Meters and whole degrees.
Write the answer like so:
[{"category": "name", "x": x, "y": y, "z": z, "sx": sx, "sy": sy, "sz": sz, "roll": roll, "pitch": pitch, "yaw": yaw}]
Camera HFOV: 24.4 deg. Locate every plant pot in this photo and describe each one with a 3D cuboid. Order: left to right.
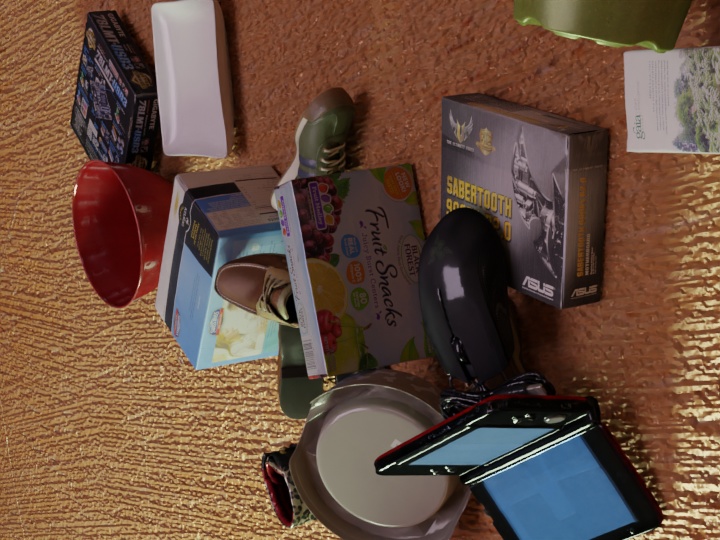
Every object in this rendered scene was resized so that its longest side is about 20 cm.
[{"category": "plant pot", "x": 0.187, "y": -0.263, "z": 1.210, "sx": 0.200, "sy": 0.199, "sz": 0.191, "roll": 29, "pitch": 111, "yaw": 55}]

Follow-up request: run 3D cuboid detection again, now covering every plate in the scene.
[{"category": "plate", "x": -0.209, "y": -0.246, "z": 2.128, "sx": 0.199, "sy": 0.032, "sz": 0.202, "roll": 9, "pitch": 106, "yaw": 61}]

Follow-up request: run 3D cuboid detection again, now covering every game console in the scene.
[{"category": "game console", "x": 0.136, "y": 0.196, "z": 1.486, "sx": 0.200, "sy": 0.171, "sz": 0.120, "roll": -35, "pitch": 58, "yaw": 49}]

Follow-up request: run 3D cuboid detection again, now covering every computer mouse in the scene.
[{"category": "computer mouse", "x": 0.098, "y": 0.043, "z": 1.520, "sx": 0.138, "sy": 0.053, "sz": 0.202, "roll": -14, "pitch": 86, "yaw": 46}]

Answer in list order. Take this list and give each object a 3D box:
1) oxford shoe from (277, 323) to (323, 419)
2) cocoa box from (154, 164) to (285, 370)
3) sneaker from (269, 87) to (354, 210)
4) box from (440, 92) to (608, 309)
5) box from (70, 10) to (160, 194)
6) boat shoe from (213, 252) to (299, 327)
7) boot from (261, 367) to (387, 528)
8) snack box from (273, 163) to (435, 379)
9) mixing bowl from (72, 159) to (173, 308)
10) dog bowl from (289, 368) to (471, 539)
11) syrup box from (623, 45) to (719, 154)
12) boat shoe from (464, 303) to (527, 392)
[{"category": "oxford shoe", "x": -0.068, "y": 0.068, "z": 1.930, "sx": 0.071, "sy": 0.071, "sz": 0.201, "roll": -114, "pitch": 33, "yaw": -60}, {"category": "cocoa box", "x": -0.152, "y": -0.004, "z": 1.987, "sx": 0.131, "sy": 0.133, "sz": 0.201, "roll": 51, "pitch": 139, "yaw": 41}, {"category": "sneaker", "x": -0.036, "y": -0.103, "z": 1.832, "sx": 0.090, "sy": 0.067, "sz": 0.201, "roll": 56, "pitch": 143, "yaw": 24}, {"category": "box", "x": 0.145, "y": -0.068, "z": 1.527, "sx": 0.200, "sy": 0.048, "sz": 0.160, "roll": 27, "pitch": 122, "yaw": 55}, {"category": "box", "x": -0.344, "y": -0.227, "z": 2.341, "sx": 0.200, "sy": 0.049, "sz": 0.199, "roll": 56, "pitch": 142, "yaw": 38}, {"category": "boat shoe", "x": -0.074, "y": 0.026, "z": 1.830, "sx": 0.199, "sy": 0.074, "sz": 0.076, "roll": 11, "pitch": 95, "yaw": 24}, {"category": "boot", "x": -0.036, "y": 0.173, "z": 1.808, "sx": 0.073, "sy": 0.153, "sz": 0.205, "roll": -34, "pitch": 69, "yaw": 59}, {"category": "snack box", "x": 0.000, "y": 0.000, "z": 1.709, "sx": 0.053, "sy": 0.141, "sz": 0.202, "roll": -15, "pitch": 86, "yaw": 62}, {"category": "mixing bowl", "x": -0.297, "y": -0.057, "z": 2.251, "sx": 0.200, "sy": 0.108, "sz": 0.202, "roll": 24, "pitch": 120, "yaw": 51}, {"category": "dog bowl", "x": 0.028, "y": 0.190, "z": 1.697, "sx": 0.199, "sy": 0.059, "sz": 0.201, "roll": 8, "pitch": 118, "yaw": 16}, {"category": "syrup box", "x": 0.285, "y": -0.127, "z": 1.228, "sx": 0.200, "sy": 0.081, "sz": 0.079, "roll": 9, "pitch": 103, "yaw": 61}, {"category": "boat shoe", "x": 0.128, "y": 0.119, "z": 1.589, "sx": 0.072, "sy": 0.067, "sz": 0.201, "roll": -44, "pitch": 60, "yaw": 56}]
